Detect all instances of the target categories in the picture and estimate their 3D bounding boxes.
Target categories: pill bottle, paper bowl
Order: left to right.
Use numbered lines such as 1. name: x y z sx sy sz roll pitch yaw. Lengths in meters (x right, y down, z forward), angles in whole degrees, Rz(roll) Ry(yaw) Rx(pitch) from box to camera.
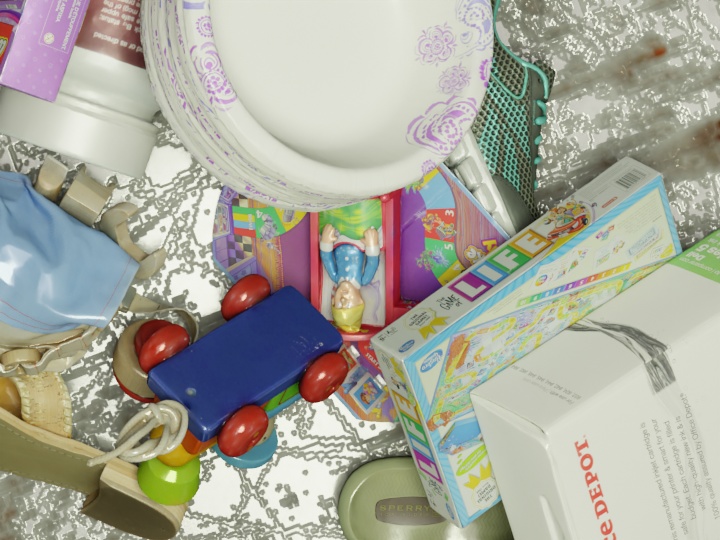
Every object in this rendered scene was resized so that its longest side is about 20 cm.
1. pill bottle: -0.143 -0.164 1.712 0.113 0.114 0.201 18 90 -4
2. paper bowl: -0.032 -0.134 1.647 0.199 0.104 0.202 5 79 -29

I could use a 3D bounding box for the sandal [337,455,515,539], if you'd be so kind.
1. sandal: 0.087 0.147 1.764 0.199 0.057 0.080 -5 93 -9

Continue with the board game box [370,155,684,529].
1. board game box: 0.109 0.042 1.715 0.199 0.034 0.135 -34 127 -20

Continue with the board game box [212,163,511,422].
1. board game box: 0.000 0.000 1.727 0.200 0.039 0.158 48 116 -1

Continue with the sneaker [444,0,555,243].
1. sneaker: 0.084 -0.088 1.752 0.091 0.078 0.201 -27 97 -10

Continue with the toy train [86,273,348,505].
1. toy train: -0.104 0.095 1.683 0.085 0.116 0.200 44 48 16

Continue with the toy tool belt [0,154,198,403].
1. toy tool belt: -0.179 -0.001 1.694 0.199 0.123 0.125 26 53 -4

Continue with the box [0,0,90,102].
1. box: -0.205 -0.178 1.668 0.039 0.200 0.138 19 91 -30

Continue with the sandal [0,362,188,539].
1. sandal: -0.193 0.086 1.753 0.211 0.078 0.070 28 59 -11

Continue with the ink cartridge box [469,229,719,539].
1. ink cartridge box: 0.177 0.092 1.704 0.199 0.084 0.146 -31 120 -22
